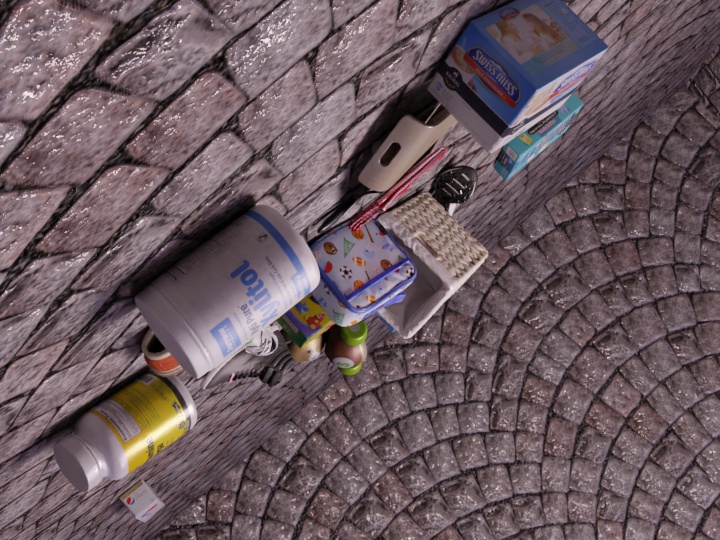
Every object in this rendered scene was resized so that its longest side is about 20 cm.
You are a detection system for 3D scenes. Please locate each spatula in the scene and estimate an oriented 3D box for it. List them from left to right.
[{"bbox_3d":[0.004,-0.116,1.604,0.200,0.021,0.057,-36,177,-24],"label":"spatula"}]

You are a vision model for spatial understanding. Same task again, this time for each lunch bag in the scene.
[{"bbox_3d":[0.000,0.000,1.693,0.200,0.160,0.076,-31,167,-43],"label":"lunch bag"}]

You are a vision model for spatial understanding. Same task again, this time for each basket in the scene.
[{"bbox_3d":[0.106,-0.017,1.954,0.161,0.198,0.200,-38,171,-42],"label":"basket"}]

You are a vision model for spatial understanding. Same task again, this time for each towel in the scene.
[{"bbox_3d":[0.055,-0.123,1.555,0.145,0.023,0.200,-42,-177,-15],"label":"towel"}]

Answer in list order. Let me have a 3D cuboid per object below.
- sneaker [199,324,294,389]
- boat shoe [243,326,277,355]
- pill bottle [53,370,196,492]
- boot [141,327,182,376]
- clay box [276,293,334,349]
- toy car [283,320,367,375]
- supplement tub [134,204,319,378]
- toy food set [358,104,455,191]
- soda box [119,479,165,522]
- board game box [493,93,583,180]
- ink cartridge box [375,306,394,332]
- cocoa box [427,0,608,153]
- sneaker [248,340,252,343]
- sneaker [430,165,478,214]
[{"bbox_3d":[-0.207,0.191,1.917,0.200,0.099,0.071,-34,170,-34],"label":"sneaker"},{"bbox_3d":[-0.185,0.118,1.766,0.072,0.069,0.200,-40,171,-8],"label":"boat shoe"},{"bbox_3d":[-0.354,0.241,1.508,0.200,0.113,0.113,-34,168,-37],"label":"pill bottle"},{"bbox_3d":[-0.220,0.070,1.409,0.200,0.075,0.107,-39,165,-10],"label":"boot"},{"bbox_3d":[-0.063,0.033,1.728,0.200,0.115,0.048,-36,169,-33],"label":"clay box"},{"bbox_3d":[-0.101,0.160,2.108,0.199,0.158,0.165,-25,153,-20],"label":"toy car"},{"bbox_3d":[-0.162,0.024,1.239,0.200,0.132,0.132,-40,171,-18],"label":"supplement tub"},{"bbox_3d":[0.084,-0.208,1.443,0.200,0.060,0.144,-44,175,-46],"label":"toy food set"},{"bbox_3d":[-0.523,0.556,2.410,0.068,0.064,0.200,-39,171,-15],"label":"soda box"},{"bbox_3d":[0.401,-0.305,2.272,0.200,0.047,0.151,-39,170,-14],"label":"board game box"},{"bbox_3d":[0.079,0.065,2.443,0.068,0.116,0.200,-39,171,-17],"label":"ink cartridge box"},{"bbox_3d":[0.217,-0.280,1.377,0.200,0.133,0.131,-34,167,-40],"label":"cocoa box"},{"bbox_3d":[-0.177,0.068,1.522,0.200,0.085,0.078,-38,170,-24],"label":"sneaker"},{"bbox_3d":[0.189,-0.169,1.998,0.079,0.074,0.200,-48,180,-20],"label":"sneaker"}]
